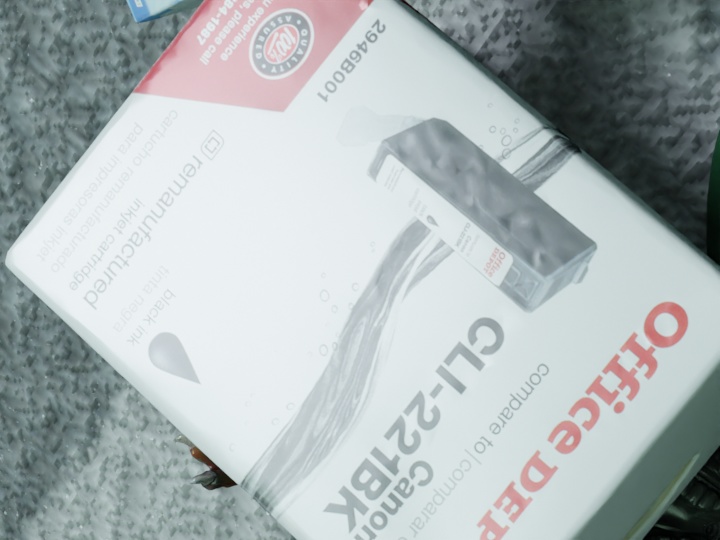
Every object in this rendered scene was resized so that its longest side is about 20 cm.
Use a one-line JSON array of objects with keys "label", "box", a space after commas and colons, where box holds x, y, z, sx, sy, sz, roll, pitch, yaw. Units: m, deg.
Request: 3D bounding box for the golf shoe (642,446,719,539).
[{"label": "golf shoe", "box": [0.041, 0.045, 0.825, 0.199, 0.094, 0.078, 36, 94, 3]}]

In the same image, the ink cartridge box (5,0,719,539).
[{"label": "ink cartridge box", "box": [0.013, 0.010, 0.734, 0.200, 0.084, 0.145, 41, 96, 17]}]

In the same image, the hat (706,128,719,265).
[{"label": "hat", "box": [0.224, 0.017, 0.742, 0.166, 0.175, 0.201, 93, 164, -44]}]

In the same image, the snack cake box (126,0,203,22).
[{"label": "snack cake box", "box": [-0.061, -0.206, 0.856, 0.115, 0.067, 0.201, -19, 93, 41]}]

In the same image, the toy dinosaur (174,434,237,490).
[{"label": "toy dinosaur", "box": [0.000, 0.000, 0.899, 0.181, 0.105, 0.200, -37, 123, 24]}]
